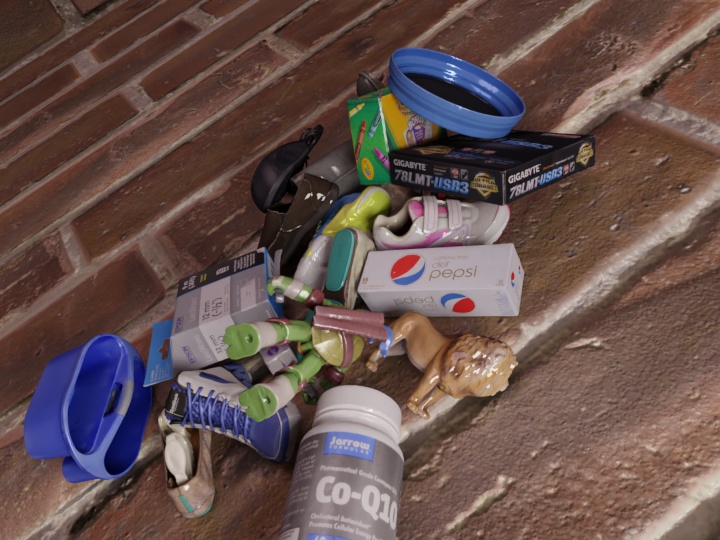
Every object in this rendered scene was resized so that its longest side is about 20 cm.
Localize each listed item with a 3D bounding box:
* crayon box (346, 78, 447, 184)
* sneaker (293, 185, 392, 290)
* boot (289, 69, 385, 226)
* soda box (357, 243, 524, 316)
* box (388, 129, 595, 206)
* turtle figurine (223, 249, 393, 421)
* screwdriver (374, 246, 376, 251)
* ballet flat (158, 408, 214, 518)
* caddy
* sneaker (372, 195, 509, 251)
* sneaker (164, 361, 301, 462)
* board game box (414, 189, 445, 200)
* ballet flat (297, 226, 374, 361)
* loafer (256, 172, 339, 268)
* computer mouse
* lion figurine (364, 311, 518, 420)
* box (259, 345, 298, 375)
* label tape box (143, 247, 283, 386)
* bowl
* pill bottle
[{"bbox_3d":[0.061,-0.211,1.027,0.058,0.120,0.200,2,23,32],"label":"crayon box"},{"bbox_3d":[-0.038,-0.044,1.038,0.200,0.076,0.105,-46,25,-19],"label":"sneaker"},{"bbox_3d":[-0.027,-0.191,1.096,0.199,0.183,0.073,-30,21,-7],"label":"boot"},{"bbox_3d":[0.101,0.015,0.883,0.199,0.064,0.068,-2,54,27],"label":"soda box"},{"bbox_3d":[0.175,-0.147,0.929,0.198,0.050,0.199,-24,28,-35],"label":"box"},{"bbox_3d":[-0.082,0.087,0.788,0.199,0.145,0.193,24,22,26],"label":"turtle figurine"},{"bbox_3d":[0.000,0.000,0.986,0.200,0.028,0.029,-46,49,-16],"label":"screwdriver"},{"bbox_3d":[-0.221,0.210,0.869,0.068,0.067,0.200,-30,40,-1],"label":"ballet flat"},{"bbox_3d":[-0.345,0.180,0.916,0.104,0.142,0.201,-18,42,17],"label":"caddy"},{"bbox_3d":[0.104,-0.060,0.943,0.199,0.088,0.082,-22,41,9],"label":"sneaker"},{"bbox_3d":[-0.166,0.170,0.830,0.199,0.115,0.081,22,105,49],"label":"sneaker"},{"bbox_3d":[0.157,-0.129,1.010,0.157,0.039,0.200,-17,24,-23],"label":"board game box"},{"bbox_3d":[-0.024,0.041,0.928,0.067,0.062,0.201,13,81,42],"label":"ballet flat"},{"bbox_3d":[-0.116,-0.070,1.051,0.200,0.071,0.073,-49,16,14],"label":"loafer"},{"bbox_3d":[-0.130,-0.159,1.115,0.052,0.139,0.200,30,32,-1],"label":"computer mouse"},{"bbox_3d":[0.078,0.093,0.808,0.123,0.072,0.200,-50,50,-3],"label":"lion figurine"},{"bbox_3d":[-0.142,0.075,0.984,0.039,0.042,0.200,-33,41,-6],"label":"box"},{"bbox_3d":[-0.206,0.059,0.937,0.199,0.066,0.144,-19,32,2],"label":"label tape box"},{"bbox_3d":[0.130,-0.246,0.965,0.199,0.040,0.201,15,34,-11],"label":"bowl"},{"bbox_3d":[-0.016,0.226,0.699,0.113,0.114,0.201,-9,44,21],"label":"pill bottle"}]
